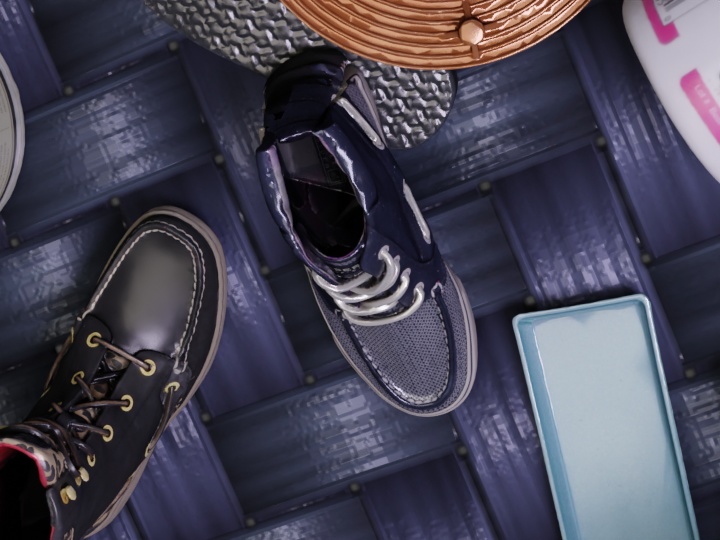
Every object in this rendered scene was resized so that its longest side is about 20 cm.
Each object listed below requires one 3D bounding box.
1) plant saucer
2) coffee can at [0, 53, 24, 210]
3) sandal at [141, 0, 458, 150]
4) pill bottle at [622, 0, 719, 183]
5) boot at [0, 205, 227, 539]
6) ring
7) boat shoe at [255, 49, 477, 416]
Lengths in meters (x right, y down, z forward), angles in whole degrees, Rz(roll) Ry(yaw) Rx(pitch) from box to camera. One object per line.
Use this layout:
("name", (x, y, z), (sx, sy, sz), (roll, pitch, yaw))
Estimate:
("plant saucer", (0.132, 0.110, 1.039), (0.070, 0.019, 0.200), (-10, 101, 17))
("coffee can", (-0.270, -0.054, 1.005), (0.146, 0.200, 0.147), (4, 105, 14))
("sandal", (-0.042, -0.131, 1.012), (0.200, 0.048, 0.075), (38, 110, -11))
("pill bottle", (0.227, -0.125, 0.900), (0.200, 0.113, 0.113), (-31, 95, 21))
("boot", (-0.140, 0.072, 1.030), (0.073, 0.151, 0.200), (31, 110, 5))
("ring", (0.035, -0.193, 0.958), (0.200, 0.019, 0.201), (0, 102, 0))
("boat shoe", (0.000, 0.000, 0.989), (0.075, 0.093, 0.200), (-20, 111, 14))
